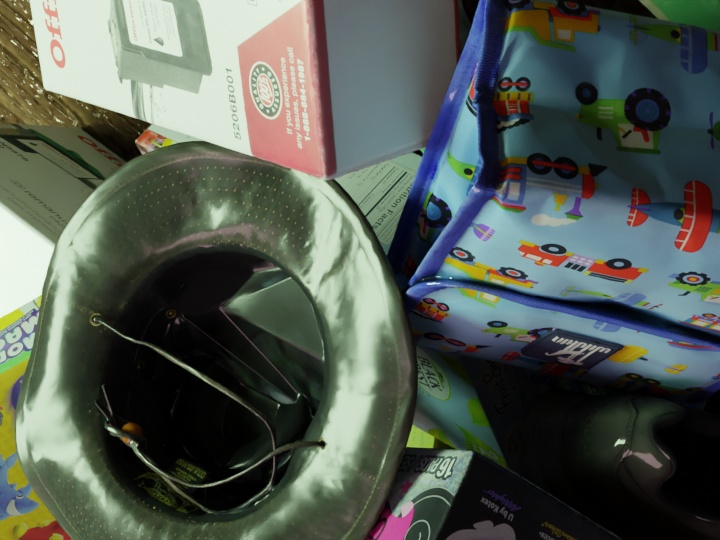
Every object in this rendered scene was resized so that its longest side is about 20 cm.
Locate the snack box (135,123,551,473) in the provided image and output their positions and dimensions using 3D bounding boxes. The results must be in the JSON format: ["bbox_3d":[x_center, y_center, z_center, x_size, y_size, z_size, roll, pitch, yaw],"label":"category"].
[{"bbox_3d":[0.000,0.000,0.903,0.200,0.068,0.169,25,155,35],"label":"snack box"}]

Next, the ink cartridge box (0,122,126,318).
[{"bbox_3d":[-0.169,-0.011,0.965,0.146,0.200,0.084,36,104,14],"label":"ink cartridge box"}]

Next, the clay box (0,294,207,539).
[{"bbox_3d":[-0.112,0.057,0.846,0.115,0.200,0.048,59,-176,-36],"label":"clay box"}]

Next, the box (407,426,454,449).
[{"bbox_3d":[-0.010,0.120,1.064,0.048,0.122,0.200,20,163,-38],"label":"box"}]

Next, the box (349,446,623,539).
[{"bbox_3d":[0.026,0.154,0.789,0.132,0.115,0.200,32,163,-21],"label":"box"}]

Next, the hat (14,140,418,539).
[{"bbox_3d":[-0.050,0.046,0.770,0.200,0.201,0.081,21,-172,23],"label":"hat"}]

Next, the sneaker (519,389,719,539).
[{"bbox_3d":[0.165,0.106,0.792,0.200,0.076,0.091,21,159,-34],"label":"sneaker"}]

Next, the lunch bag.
[{"bbox_3d":[0.094,-0.008,0.712,0.150,0.094,0.200,10,151,-7],"label":"lunch bag"}]

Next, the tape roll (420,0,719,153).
[{"bbox_3d":[0.090,-0.095,0.756,0.200,0.048,0.200,25,148,17],"label":"tape roll"}]

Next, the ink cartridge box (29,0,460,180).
[{"bbox_3d":[-0.057,-0.134,0.741,0.200,0.083,0.145,19,123,44],"label":"ink cartridge box"}]

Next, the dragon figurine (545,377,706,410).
[{"bbox_3d":[0.120,0.054,0.847,0.200,0.059,0.099,24,119,-39],"label":"dragon figurine"}]
